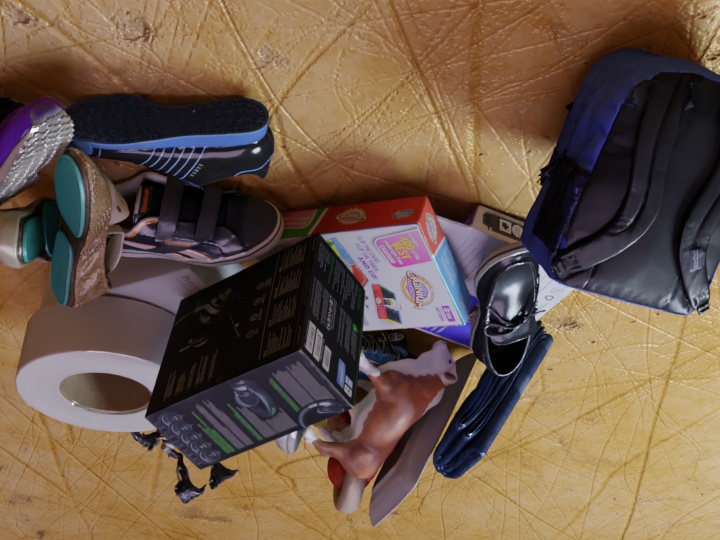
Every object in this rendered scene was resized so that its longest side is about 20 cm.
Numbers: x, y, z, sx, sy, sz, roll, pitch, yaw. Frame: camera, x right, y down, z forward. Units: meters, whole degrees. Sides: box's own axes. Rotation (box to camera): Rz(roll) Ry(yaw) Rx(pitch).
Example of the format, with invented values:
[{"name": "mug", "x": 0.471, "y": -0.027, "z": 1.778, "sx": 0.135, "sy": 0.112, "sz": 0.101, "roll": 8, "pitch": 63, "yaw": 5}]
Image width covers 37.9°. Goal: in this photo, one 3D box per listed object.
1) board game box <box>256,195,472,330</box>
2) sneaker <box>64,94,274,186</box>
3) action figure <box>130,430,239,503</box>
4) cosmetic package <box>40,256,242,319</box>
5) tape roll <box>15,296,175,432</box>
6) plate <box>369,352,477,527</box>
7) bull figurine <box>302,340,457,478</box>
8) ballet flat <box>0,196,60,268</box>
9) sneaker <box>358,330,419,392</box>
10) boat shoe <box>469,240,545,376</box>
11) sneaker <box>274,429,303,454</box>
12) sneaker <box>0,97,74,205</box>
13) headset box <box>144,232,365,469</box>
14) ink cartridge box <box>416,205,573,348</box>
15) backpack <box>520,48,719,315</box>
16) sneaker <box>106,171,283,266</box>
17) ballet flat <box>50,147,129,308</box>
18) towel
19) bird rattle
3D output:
[{"name": "board game box", "x": 0.000, "y": 0.000, "z": 1.109, "sx": 0.199, "sy": 0.040, "sz": 0.153, "roll": -5, "pitch": 134, "yaw": 26}, {"name": "sneaker", "x": -0.180, "y": -0.115, "z": 0.981, "sx": 0.199, "sy": 0.070, "sz": 0.078, "roll": 1, "pitch": 141, "yaw": 1}, {"name": "action figure", "x": -0.253, "y": 0.208, "z": 1.411, "sx": 0.119, "sy": 0.201, "sz": 0.102, "roll": -31, "pitch": 178, "yaw": 5}, {"name": "cosmetic package", "x": -0.244, "y": 0.018, "z": 1.176, "sx": 0.199, "sy": 0.072, "sz": 0.101, "roll": -15, "pitch": 142, "yaw": 22}, {"name": "tape roll", "x": -0.283, "y": 0.110, "z": 1.186, "sx": 0.201, "sy": 0.071, "sz": 0.203, "roll": 1, "pitch": 147, "yaw": 0}, {"name": "plate", "x": 0.070, "y": 0.211, "z": 1.329, "sx": 0.032, "sy": 0.200, "sz": 0.200, "roll": 29, "pitch": 149, "yaw": 1}, {"name": "bull figurine", "x": 0.024, "y": 0.155, "z": 1.235, "sx": 0.121, "sy": 0.065, "sz": 0.200, "roll": 32, "pitch": 101, "yaw": -8}, {"name": "ballet flat", "x": -0.336, "y": -0.038, "z": 1.037, "sx": 0.069, "sy": 0.070, "sz": 0.200, "roll": 3, "pitch": -177, "yaw": -1}, {"name": "sneaker", "x": 0.011, "y": 0.098, "z": 1.289, "sx": 0.200, "sy": 0.079, "sz": 0.089, "roll": 27, "pitch": 119, "yaw": -27}, {"name": "boat shoe", "x": 0.156, "y": 0.043, "z": 1.103, "sx": 0.074, "sy": 0.062, "sz": 0.200, "roll": -15, "pitch": 144, "yaw": -14}, {"name": "sneaker", "x": -0.105, "y": 0.156, "z": 1.276, "sx": 0.080, "sy": 0.071, "sz": 0.201, "roll": 11, "pitch": 144, "yaw": 13}, {"name": "sneaker", "x": -0.331, "y": -0.125, "z": 0.949, "sx": 0.100, "sy": 0.070, "sz": 0.200, "roll": 54, "pitch": 146, "yaw": -7}, {"name": "headset box", "x": -0.106, "y": 0.083, "z": 1.046, "sx": 0.199, "sy": 0.174, "sz": 0.093, "roll": -25, "pitch": 123, "yaw": 22}, {"name": "ink cartridge box", "x": 0.117, "y": 0.009, "z": 1.164, "sx": 0.199, "sy": 0.044, "sz": 0.198, "roll": 19, "pitch": 141, "yaw": -20}, {"name": "backpack", "x": 0.238, "y": -0.091, "z": 0.916, "sx": 0.162, "sy": 0.168, "sz": 0.201, "roll": 11, "pitch": 112, "yaw": -19}, {"name": "sneaker", "x": -0.181, "y": -0.053, "z": 1.063, "sx": 0.199, "sy": 0.079, "sz": 0.080, "roll": -2, "pitch": 151, "yaw": 9}, {"name": "ballet flat", "x": -0.258, "y": -0.045, "z": 1.006, "sx": 0.065, "sy": 0.071, "sz": 0.200, "roll": -18, "pitch": 149, "yaw": -32}, {"name": "towel", "x": 0.154, "y": 0.151, "z": 1.246, "sx": 0.048, "sy": 0.200, "sz": 0.112, "roll": 36, "pitch": 144, "yaw": 4}, {"name": "bird rattle", "x": -0.001, "y": 0.241, "z": 1.379, "sx": 0.112, "sy": 0.200, "sz": 0.164, "roll": 6, "pitch": 105, "yaw": -15}]
